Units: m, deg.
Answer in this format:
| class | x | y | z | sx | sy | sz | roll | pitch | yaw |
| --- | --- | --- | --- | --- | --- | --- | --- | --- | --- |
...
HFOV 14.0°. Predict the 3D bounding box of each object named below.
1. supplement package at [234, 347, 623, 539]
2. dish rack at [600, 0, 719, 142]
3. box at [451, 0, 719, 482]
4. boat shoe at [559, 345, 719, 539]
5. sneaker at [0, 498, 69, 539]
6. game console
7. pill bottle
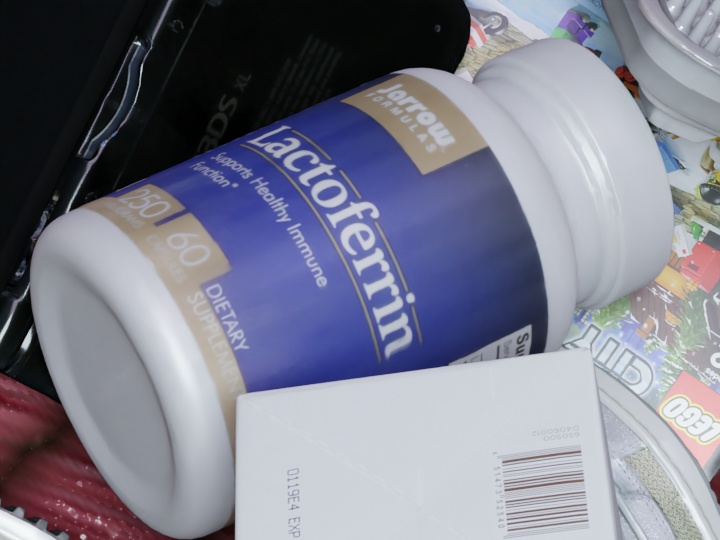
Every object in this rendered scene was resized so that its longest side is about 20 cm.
| class | x | y | z | sx | sy | sz | roll | pitch | yaw |
| --- | --- | --- | --- | --- | --- | --- | --- | --- | --- |
| supplement package | 0.033 | 0.136 | 0.899 | 0.109 | 0.200 | 0.114 | -8 | 45 | 6 |
| dish rack | 0.149 | -0.084 | 1.057 | 0.171 | 0.044 | 0.200 | 22 | 27 | -20 |
| box | 0.083 | -0.029 | 1.091 | 0.200 | 0.038 | 0.137 | 34 | 84 | 7 |
| boat shoe | 0.092 | 0.107 | 1.027 | 0.065 | 0.074 | 0.202 | -29 | 74 | -28 |
| sneaker | -0.181 | 0.107 | 0.979 | 0.200 | 0.070 | 0.094 | 21 | 77 | -4 |
| game console | -0.087 | -0.050 | 1.068 | 0.176 | 0.116 | 0.200 | 29 | 82 | -27 |
| pill bottle | 0.000 | 0.000 | 0.989 | 0.200 | 0.116 | 0.116 | -25 | 69 | -24 |
